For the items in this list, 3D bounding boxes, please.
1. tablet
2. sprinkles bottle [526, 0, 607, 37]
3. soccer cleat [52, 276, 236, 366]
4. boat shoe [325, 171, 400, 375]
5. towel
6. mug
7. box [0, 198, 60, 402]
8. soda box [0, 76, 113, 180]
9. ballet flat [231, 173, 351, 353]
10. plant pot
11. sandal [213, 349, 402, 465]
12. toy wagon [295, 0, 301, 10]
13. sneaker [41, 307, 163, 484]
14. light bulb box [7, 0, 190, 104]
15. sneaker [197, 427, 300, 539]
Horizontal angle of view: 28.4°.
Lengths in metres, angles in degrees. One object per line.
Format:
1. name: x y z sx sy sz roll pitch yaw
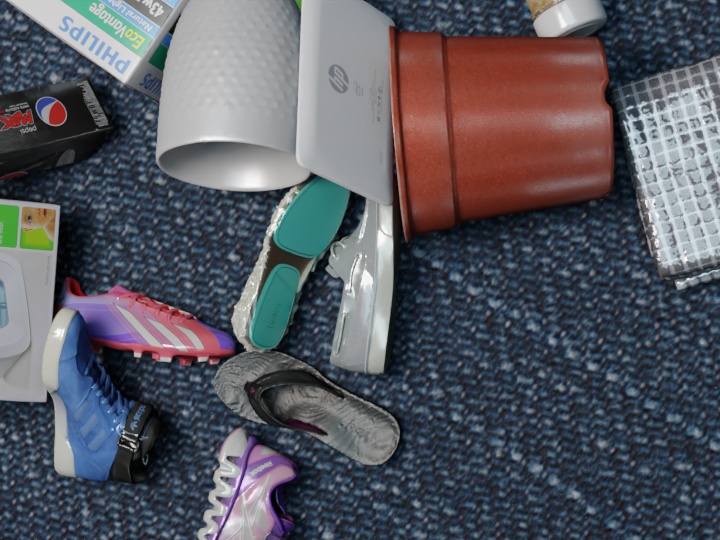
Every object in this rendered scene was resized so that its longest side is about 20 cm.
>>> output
1. tablet: -0.011 -0.171 1.344 0.014 0.130 0.201 -17 63 39
2. sprinkles bottle: 0.170 -0.317 1.376 0.068 0.068 0.201 -23 82 10
3. soccer cleat: -0.220 0.052 1.443 0.199 0.067 0.077 5 83 15
4. boat shoe: 0.000 0.000 1.392 0.071 0.070 0.202 4 91 7
5. towel: 0.333 -0.097 1.319 0.165 0.086 0.201 -16 84 12
6. mug: -0.090 -0.178 1.358 0.199 0.148 0.177 7 75 -17
7. box: -0.402 0.026 1.428 0.175 0.097 0.201 6 87 -24
8. soda box: -0.349 -0.133 1.413 0.071 0.199 0.064 -39 77 45
9. ballet flat: -0.078 -0.016 1.415 0.071 0.072 0.201 27 92 12
10. plant pot: 0.130 -0.135 1.321 0.194 0.201 0.202 -5 86 4
11. sandal: -0.054 0.131 1.408 0.199 0.048 0.076 20 91 12
12. toy wagon: -0.066 -0.218 1.436 0.154 0.040 0.201 -25 82 9
13. sneaker: -0.248 0.128 1.407 0.110 0.077 0.201 8 121 9
14. light bulb box: -0.235 -0.308 1.435 0.198 0.125 0.201 35 93 12
15. sneaker: -0.113 0.261 1.402 0.088 0.080 0.201 16 89 5
